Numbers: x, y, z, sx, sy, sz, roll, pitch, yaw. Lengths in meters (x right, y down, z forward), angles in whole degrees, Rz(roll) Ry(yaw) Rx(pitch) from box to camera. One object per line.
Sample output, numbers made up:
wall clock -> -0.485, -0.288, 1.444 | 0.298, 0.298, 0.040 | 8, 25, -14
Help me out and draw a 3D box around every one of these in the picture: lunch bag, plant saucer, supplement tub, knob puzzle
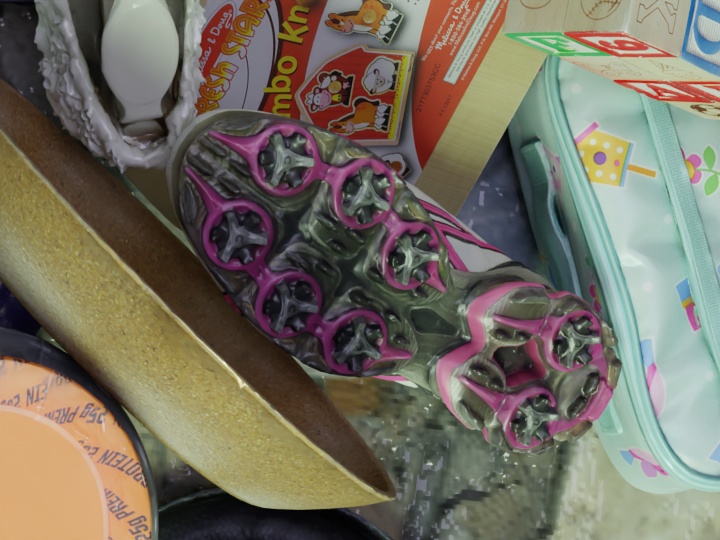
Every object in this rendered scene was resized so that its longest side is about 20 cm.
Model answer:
lunch bag -> 0.145, -0.015, 0.947 | 0.159, 0.077, 0.201 | -17, 89, -20
plant saucer -> -0.070, 0.013, 0.787 | 0.035, 0.200, 0.200 | -45, 100, 2
supplement tub -> -0.135, 0.080, 0.779 | 0.122, 0.200, 0.124 | 2, 84, -18
knob puzzle -> -0.025, -0.103, 0.875 | 0.218, 0.031, 0.221 | -8, 123, -13

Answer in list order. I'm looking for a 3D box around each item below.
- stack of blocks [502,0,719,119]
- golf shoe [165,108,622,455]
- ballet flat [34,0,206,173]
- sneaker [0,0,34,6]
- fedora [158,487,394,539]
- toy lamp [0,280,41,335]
stack of blocks -> 0.126, -0.163, 0.856 | 0.115, 0.058, 0.202 | 16, 83, -42
golf shoe -> 0.000, 0.000, 0.866 | 0.200, 0.092, 0.073 | 34, 92, -37
ballet flat -> -0.075, -0.120, 0.791 | 0.071, 0.072, 0.201 | -16, 124, -19
sneaker -> -0.156, -0.117, 0.872 | 0.199, 0.070, 0.082 | 15, 117, -26
fedora -> -0.033, 0.176, 0.860 | 0.199, 0.092, 0.202 | 2, 85, -19
toy lamp -> -0.196, -0.038, 0.847 | 0.199, 0.058, 0.058 | 34, 75, -16
